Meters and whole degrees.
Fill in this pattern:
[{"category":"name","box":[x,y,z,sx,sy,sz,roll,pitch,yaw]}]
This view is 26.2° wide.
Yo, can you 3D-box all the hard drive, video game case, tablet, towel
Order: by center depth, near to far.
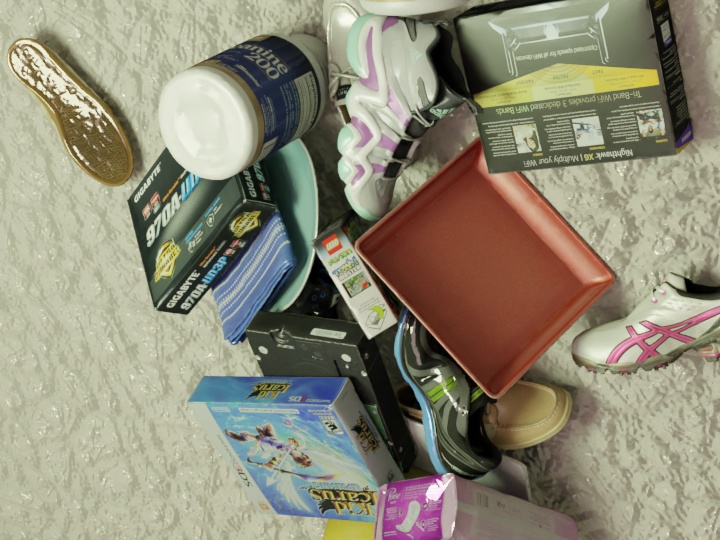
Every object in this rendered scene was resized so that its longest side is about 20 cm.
[{"category":"hard drive","box":[-0.029,0.130,1.626,0.139,0.038,0.201,6,134,30]},{"category":"video game case","box":[-0.063,0.191,1.651,0.199,0.046,0.182,-2,131,36]},{"category":"towel","box":[-0.134,-0.037,1.668,0.145,0.024,0.201,-52,47,36]},{"category":"tablet","box":[0.093,0.208,1.675,0.199,0.014,0.131,19,150,23]}]

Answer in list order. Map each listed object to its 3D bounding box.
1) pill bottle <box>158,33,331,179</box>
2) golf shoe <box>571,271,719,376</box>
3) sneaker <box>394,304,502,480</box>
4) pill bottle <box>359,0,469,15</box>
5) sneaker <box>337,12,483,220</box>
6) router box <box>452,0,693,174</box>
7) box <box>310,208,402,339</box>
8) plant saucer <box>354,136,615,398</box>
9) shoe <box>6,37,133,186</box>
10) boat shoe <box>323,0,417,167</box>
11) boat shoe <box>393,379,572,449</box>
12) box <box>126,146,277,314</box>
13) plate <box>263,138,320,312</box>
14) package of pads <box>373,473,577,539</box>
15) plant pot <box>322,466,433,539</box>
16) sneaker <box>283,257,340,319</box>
[{"category":"pill bottle","box":[-0.103,-0.172,1.543,0.110,0.200,0.112,12,117,26]},{"category":"golf shoe","box":[0.294,0.046,1.487,0.198,0.073,0.093,-12,99,24]},{"category":"sneaker","box":[0.093,0.115,1.556,0.082,0.071,0.201,-13,102,34]},{"category":"pill bottle","box":[0.045,-0.346,1.429,0.115,0.116,0.202,5,114,29]},{"category":"sneaker","box":[0.054,-0.143,1.474,0.139,0.078,0.202,7,103,30]},{"category":"router box","box":[0.199,-0.180,1.450,0.198,0.052,0.159,-3,110,32]},{"category":"box","box":[0.000,0.000,1.565,0.035,0.200,0.111,-30,95,6]},{"category":"plant saucer","box":[0.118,-0.001,1.505,0.200,0.200,0.037,47,150,4]},{"category":"shoe","box":[-0.326,-0.184,1.772,0.070,0.053,0.201,-36,95,4]},{"category":"boat shoe","box":[0.000,-0.187,1.556,0.070,0.070,0.202,-4,109,32]},{"category":"boat shoe","box":[0.124,0.143,1.616,0.199,0.072,0.064,-7,146,34]},{"category":"box","box":[-0.175,-0.073,1.678,0.200,0.046,0.160,-47,49,37]},{"category":"plate","box":[-0.085,-0.053,1.647,0.200,0.025,0.202,-5,84,58]},{"category":"package of pads","box":[0.122,0.271,1.602,0.120,0.199,0.076,-17,58,45]},{"category":"plant pot","box":[0.029,0.334,1.711,0.199,0.142,0.202,18,128,25]},{"category":"sneaker","box":[-0.037,0.067,1.690,0.200,0.073,0.112,48,128,6]}]
